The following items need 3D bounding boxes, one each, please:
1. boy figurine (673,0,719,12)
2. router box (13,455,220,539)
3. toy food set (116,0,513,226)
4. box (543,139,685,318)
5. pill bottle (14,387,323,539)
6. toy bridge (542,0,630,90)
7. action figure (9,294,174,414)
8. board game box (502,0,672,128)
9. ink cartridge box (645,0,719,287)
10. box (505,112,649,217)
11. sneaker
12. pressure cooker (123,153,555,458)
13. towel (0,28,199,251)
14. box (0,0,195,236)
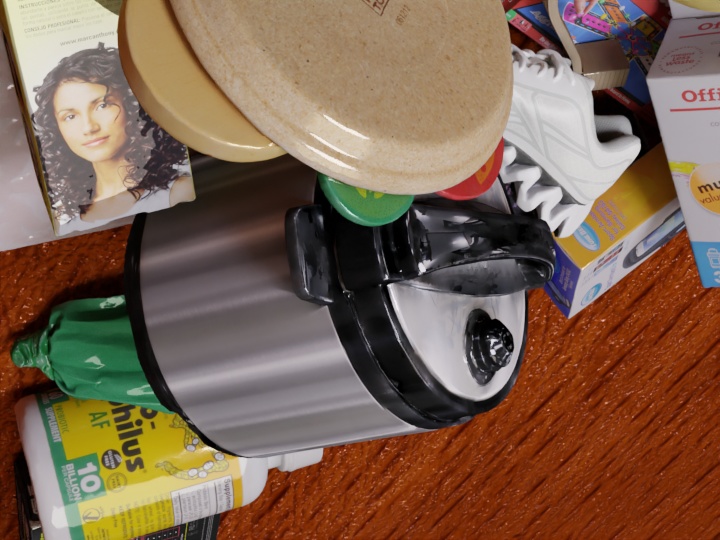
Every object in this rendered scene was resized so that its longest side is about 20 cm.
[{"bbox_3d":[0.185,-0.160,0.687,0.198,0.065,0.124,0,180,-15],"label":"boy figurine"},{"bbox_3d":[-0.192,0.204,1.106,0.148,0.063,0.201,-12,146,-20],"label":"router box"},{"bbox_3d":[-0.008,-0.115,0.633,0.197,0.202,0.049,25,142,-25],"label":"toy food set"},{"bbox_3d":[0.192,-0.040,0.948,0.199,0.042,0.119,-39,164,-7],"label":"box"},{"bbox_3d":[-0.131,0.119,0.973,0.198,0.114,0.113,-13,147,-15],"label":"pill bottle"},{"bbox_3d":[0.133,-0.171,0.760,0.066,0.027,0.201,-9,149,-10],"label":"toy bridge"},{"bbox_3d":[-0.127,0.048,0.904,0.197,0.055,0.120,-1,107,-4],"label":"action figure"},{"bbox_3d":[0.174,-0.156,0.857,0.103,0.020,0.199,-40,145,23],"label":"board game box"},{"bbox_3d":[0.238,-0.085,0.810,0.114,0.068,0.201,-1,130,32],"label":"ink cartridge box"},{"bbox_3d":[0.077,-0.042,0.931,0.198,0.036,0.143,-10,153,-24],"label":"box"},{"bbox_3d":[0.082,-0.102,0.797,0.081,0.076,0.199,-38,127,24],"label":"sneaker"},{"bbox_3d":[0.001,0.003,0.731,0.198,0.177,0.179,-13,124,33],"label":"pressure cooker"},{"bbox_3d":[-0.137,-0.091,0.739,0.189,0.032,0.201,-13,147,-19],"label":"towel"},{"bbox_3d":[-0.126,-0.117,0.631,0.075,0.050,0.202,-17,127,-15],"label":"box"}]
